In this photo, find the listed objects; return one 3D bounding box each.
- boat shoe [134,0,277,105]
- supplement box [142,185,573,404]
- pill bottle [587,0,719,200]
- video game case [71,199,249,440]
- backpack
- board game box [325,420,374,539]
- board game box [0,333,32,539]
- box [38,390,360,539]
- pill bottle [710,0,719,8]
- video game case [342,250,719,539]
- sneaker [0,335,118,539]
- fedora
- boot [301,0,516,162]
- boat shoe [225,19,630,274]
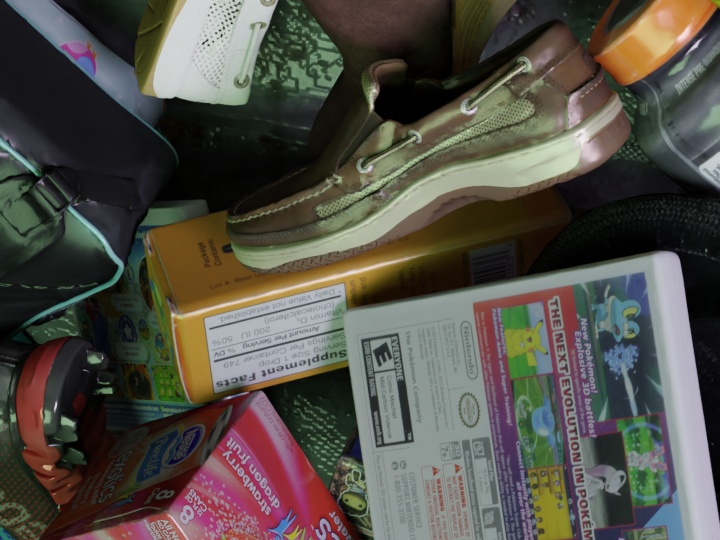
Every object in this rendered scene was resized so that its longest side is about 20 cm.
[{"bbox_3d":[-0.045,-0.162,1.375,0.069,0.071,0.200,13,128,-18],"label":"boat shoe"},{"bbox_3d":[0.000,0.000,1.417,0.200,0.067,0.069,-12,132,-10],"label":"supplement box"},{"bbox_3d":[0.197,-0.062,1.323,0.200,0.106,0.106,40,131,-11],"label":"pill bottle"},{"bbox_3d":[-0.099,0.063,1.515,0.143,0.018,0.200,0,105,57],"label":"video game case"},{"bbox_3d":[-0.206,-0.051,1.468,0.176,0.153,0.200,38,130,-17],"label":"backpack"},{"bbox_3d":[0.033,0.127,1.509,0.097,0.160,0.200,23,133,4],"label":"board game box"},{"bbox_3d":[-0.219,0.106,1.675,0.152,0.045,0.200,-26,113,36],"label":"board game box"},{"bbox_3d":[-0.050,0.170,1.405,0.095,0.100,0.200,-17,113,38],"label":"box"},{"bbox_3d":[0.193,-0.147,1.222,0.200,0.114,0.114,39,131,-10],"label":"pill bottle"},{"bbox_3d":[0.079,0.103,1.321,0.182,0.023,0.200,-11,85,39],"label":"video game case"},{"bbox_3d":[-0.167,0.101,1.499,0.098,0.071,0.201,9,142,15],"label":"sneaker"},{"bbox_3d":[0.162,0.054,1.326,0.200,0.092,0.201,4,96,39],"label":"fedora"},{"bbox_3d":[-0.012,-0.137,1.338,0.166,0.072,0.200,21,124,-31],"label":"boot"},{"bbox_3d":[0.020,-0.062,1.328,0.202,0.075,0.075,-20,109,24],"label":"boat shoe"}]
